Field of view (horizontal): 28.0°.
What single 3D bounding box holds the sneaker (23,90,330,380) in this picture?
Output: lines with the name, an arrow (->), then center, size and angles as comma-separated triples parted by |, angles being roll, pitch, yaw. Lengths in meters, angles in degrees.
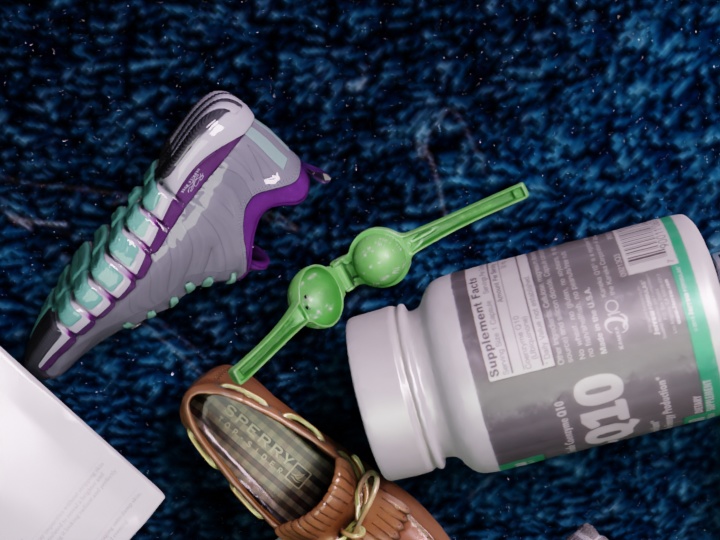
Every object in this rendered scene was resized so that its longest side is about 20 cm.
sneaker -> -0.105, 0.000, 0.802 | 0.087, 0.074, 0.200 | 35, 109, -20

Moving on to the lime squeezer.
lime squeezer -> 0.000, 0.000, 0.808 | 0.200, 0.071, 0.038 | -32, 88, -18

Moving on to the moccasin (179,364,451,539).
moccasin -> -0.021, 0.131, 0.830 | 0.074, 0.078, 0.201 | -44, 90, 4

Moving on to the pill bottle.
pill bottle -> 0.099, 0.047, 0.800 | 0.199, 0.113, 0.113 | -15, 113, 7

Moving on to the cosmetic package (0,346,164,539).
cosmetic package -> -0.223, 0.103, 0.811 | 0.200, 0.081, 0.113 | 46, 70, -11

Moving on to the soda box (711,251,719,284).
soda box -> 0.252, 0.085, 0.841 | 0.063, 0.068, 0.201 | -11, 114, 4

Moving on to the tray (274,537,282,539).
tray -> -0.034, 0.223, 0.908 | 0.200, 0.022, 0.107 | -42, 91, 20

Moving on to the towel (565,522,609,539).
towel -> 0.152, 0.279, 0.900 | 0.166, 0.086, 0.200 | -46, 113, -8
